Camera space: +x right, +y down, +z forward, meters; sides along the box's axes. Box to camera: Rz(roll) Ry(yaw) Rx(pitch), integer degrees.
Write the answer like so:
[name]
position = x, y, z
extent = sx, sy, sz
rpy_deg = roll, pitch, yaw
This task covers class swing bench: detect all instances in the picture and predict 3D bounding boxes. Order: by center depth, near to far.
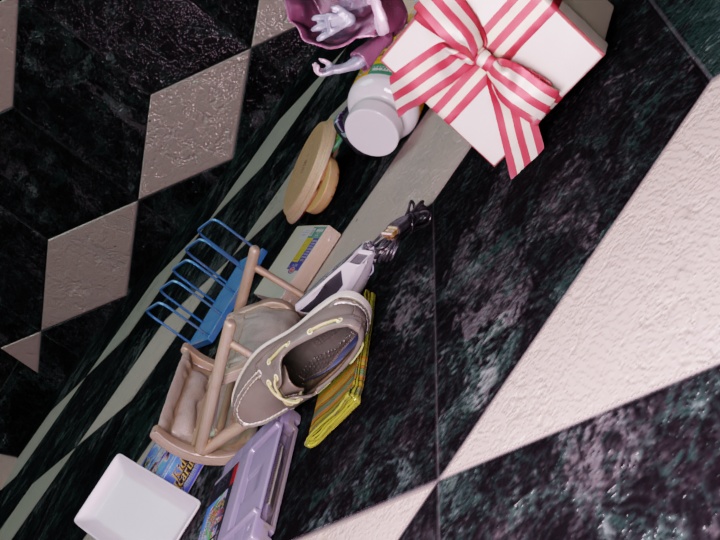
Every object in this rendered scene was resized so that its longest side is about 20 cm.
[swing bench]
position = -0.145, 0.115, 1.274
extent = 0.201, 0.128, 0.200
rpy_deg = -53, 15, 25

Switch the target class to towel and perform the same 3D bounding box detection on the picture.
[towel]
position = -0.021, 0.102, 1.122
extent = 0.086, 0.018, 0.201
rpy_deg = -46, 17, 27

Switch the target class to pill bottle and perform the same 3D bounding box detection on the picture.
[pill bottle]
position = 0.044, -0.266, 1.535
extent = 0.112, 0.112, 0.202
rpy_deg = -37, 22, 46

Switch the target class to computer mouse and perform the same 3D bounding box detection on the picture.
[computer mouse]
position = 0.000, 0.000, 1.196
extent = 0.199, 0.044, 0.110
rpy_deg = -40, 6, 36

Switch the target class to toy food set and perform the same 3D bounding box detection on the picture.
[toy food set]
position = -0.077, -0.173, 1.787
extent = 0.200, 0.048, 0.201
rpy_deg = -40, 31, 60

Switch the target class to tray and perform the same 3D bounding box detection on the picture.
[tray]
position = -0.284, 0.314, 1.322
extent = 0.198, 0.022, 0.108
rpy_deg = 15, 67, 45

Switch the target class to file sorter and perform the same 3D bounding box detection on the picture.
[file sorter]
position = -0.288, 0.023, 1.907
extent = 0.202, 0.122, 0.138
rpy_deg = -60, 17, -22

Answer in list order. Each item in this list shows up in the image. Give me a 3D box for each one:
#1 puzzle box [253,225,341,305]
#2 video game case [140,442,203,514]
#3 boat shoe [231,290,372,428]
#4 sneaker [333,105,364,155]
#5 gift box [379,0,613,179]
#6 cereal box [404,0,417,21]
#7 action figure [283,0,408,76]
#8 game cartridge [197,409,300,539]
[puzzle box]
position = -0.101, -0.008, 1.586
extent = 0.134, 0.025, 0.200
rpy_deg = -56, 15, -8
[video game case]
position = -0.268, 0.275, 1.451
extent = 0.202, 0.045, 0.181
rpy_deg = -61, 15, -22
[boat shoe]
position = -0.068, 0.103, 1.087
extent = 0.201, 0.072, 0.061
rpy_deg = -42, 16, 19
[sneaker]
position = 0.008, -0.260, 1.715
extent = 0.087, 0.074, 0.201
rpy_deg = -43, 17, 18
[gift box]
position = 0.138, -0.223, 1.048
extent = 0.201, 0.183, 0.187
rpy_deg = -51, 4, 33
[cereal box]
position = 0.156, -0.418, 1.503
extent = 0.141, 0.040, 0.199
rpy_deg = -11, -3, -24
[action figure]
position = 0.002, -0.275, 1.038
extent = 0.146, 0.137, 0.199
rpy_deg = -7, 0, 32
[game cartridge]
position = -0.125, 0.248, 1.099
extent = 0.129, 0.038, 0.201
rpy_deg = -42, 19, 27
